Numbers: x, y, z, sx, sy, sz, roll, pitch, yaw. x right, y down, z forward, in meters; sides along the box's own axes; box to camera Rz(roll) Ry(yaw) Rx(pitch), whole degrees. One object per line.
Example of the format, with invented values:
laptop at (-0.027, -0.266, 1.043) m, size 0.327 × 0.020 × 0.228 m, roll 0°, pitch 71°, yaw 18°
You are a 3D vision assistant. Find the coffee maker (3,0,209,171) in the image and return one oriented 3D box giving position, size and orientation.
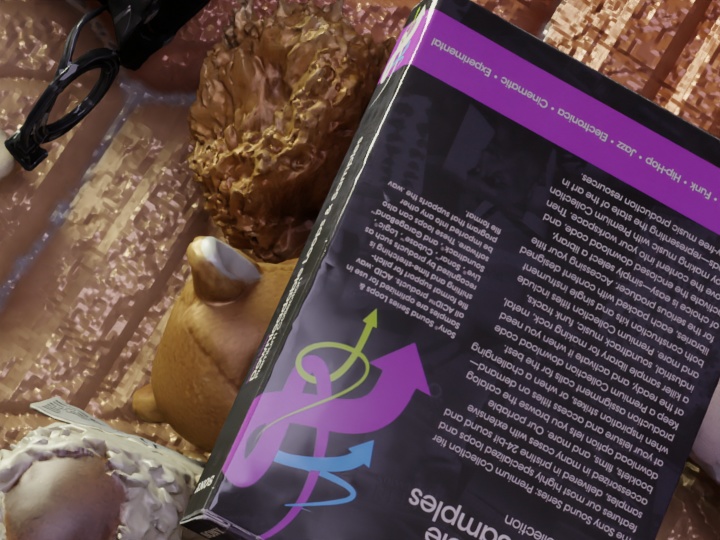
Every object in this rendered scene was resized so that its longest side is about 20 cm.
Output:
coffee maker at (-0.123, -0.183, 1.081) m, size 0.200 × 0.135 × 0.192 m, roll 43°, pitch 66°, yaw 4°

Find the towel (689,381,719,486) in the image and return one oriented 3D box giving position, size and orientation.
towel at (0.217, 0.040, 1.111) m, size 0.191 × 0.032 × 0.200 m, roll -30°, pitch 53°, yaw -20°

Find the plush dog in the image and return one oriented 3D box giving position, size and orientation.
plush dog at (-0.075, 0.152, 1.011) m, size 0.200 × 0.160 × 0.172 m, roll 24°, pitch 89°, yaw -19°

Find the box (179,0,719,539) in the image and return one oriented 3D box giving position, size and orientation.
box at (0.044, 0.025, 0.961) m, size 0.143 × 0.036 × 0.200 m, roll 29°, pitch 70°, yaw -11°

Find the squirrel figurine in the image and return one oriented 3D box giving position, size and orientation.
squirrel figurine at (0.000, 0.000, 1.059) m, size 0.187 × 0.142 × 0.200 m, roll -13°, pitch 60°, yaw -27°

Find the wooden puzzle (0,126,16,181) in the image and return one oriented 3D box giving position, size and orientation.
wooden puzzle at (-0.251, -0.082, 1.075) m, size 0.185 × 0.037 × 0.200 m, roll -29°, pitch 83°, yaw -19°
